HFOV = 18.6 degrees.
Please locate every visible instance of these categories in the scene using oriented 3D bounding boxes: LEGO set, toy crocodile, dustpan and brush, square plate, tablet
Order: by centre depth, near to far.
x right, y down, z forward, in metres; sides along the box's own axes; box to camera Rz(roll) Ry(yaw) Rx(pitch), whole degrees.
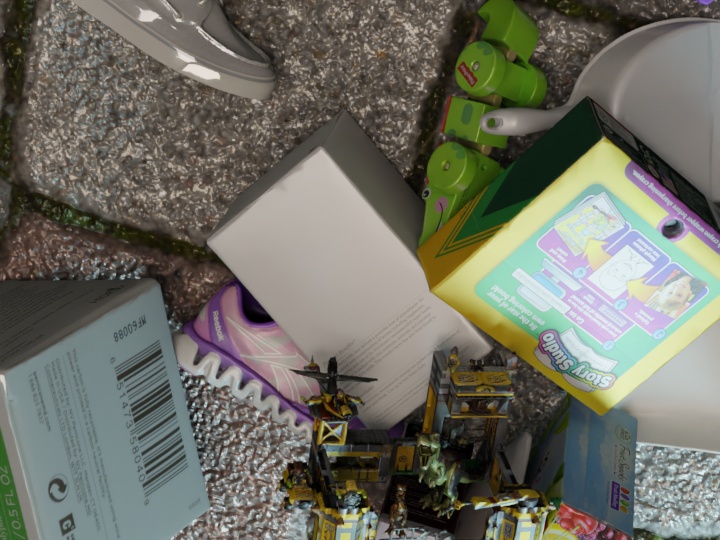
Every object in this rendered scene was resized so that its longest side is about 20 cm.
[{"bbox_3d":[0.045,0.122,1.569,0.198,0.154,0.117,5,119,-5],"label":"LEGO set"},{"bbox_3d":[0.182,-0.113,1.621,0.199,0.057,0.141,-6,99,-33],"label":"dustpan and brush"},{"bbox_3d":[0.085,-0.105,1.635,0.061,0.067,0.202,17,90,45],"label":"toy crocodile"},{"bbox_3d":[0.085,0.231,1.679,0.014,0.201,0.130,22,144,-11],"label":"tablet"},{"bbox_3d":[0.290,0.047,1.700,0.198,0.028,0.200,7,108,6],"label":"square plate"}]

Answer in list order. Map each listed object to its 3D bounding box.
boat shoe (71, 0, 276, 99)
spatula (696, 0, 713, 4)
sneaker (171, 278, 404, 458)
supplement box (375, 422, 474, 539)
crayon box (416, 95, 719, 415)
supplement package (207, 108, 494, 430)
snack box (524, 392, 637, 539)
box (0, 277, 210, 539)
[{"bbox_3d":[-0.143,-0.203,1.668,0.199,0.072,0.069,34,111,7],"label":"boat shoe"},{"bbox_3d":[0.302,-0.184,1.631,0.200,0.021,0.057,44,101,-7],"label":"spatula"},{"bbox_3d":[-0.048,0.073,1.732,0.199,0.081,0.089,30,101,-1],"label":"sneaker"},{"bbox_3d":[0.040,0.207,1.692,0.060,0.200,0.110,15,109,2],"label":"supplement box"},{"bbox_3d":[0.171,-0.006,1.612,0.172,0.058,0.200,-41,125,20],"label":"crayon box"},{"bbox_3d":[0.000,0.000,1.677,0.121,0.120,0.200,-37,99,18],"label":"supplement package"},{"bbox_3d":[0.139,0.218,1.684,0.067,0.169,0.201,26,118,-5],"label":"snack box"},{"bbox_3d":[-0.253,0.130,1.690,0.170,0.200,0.201,0,109,34],"label":"box"}]
